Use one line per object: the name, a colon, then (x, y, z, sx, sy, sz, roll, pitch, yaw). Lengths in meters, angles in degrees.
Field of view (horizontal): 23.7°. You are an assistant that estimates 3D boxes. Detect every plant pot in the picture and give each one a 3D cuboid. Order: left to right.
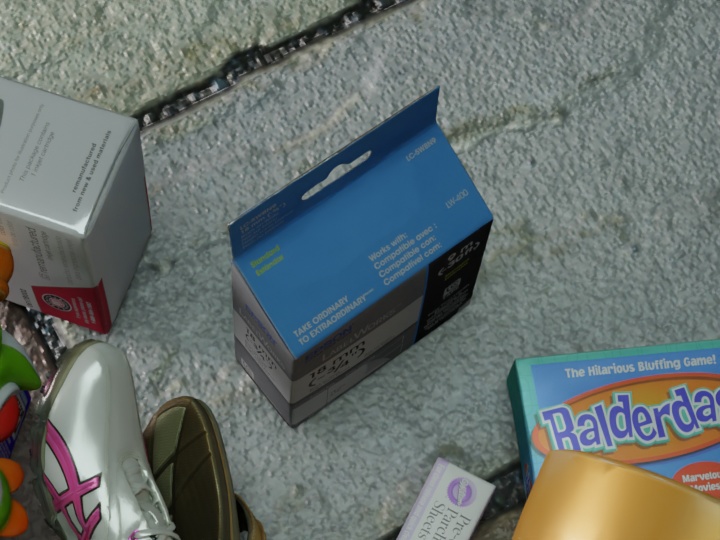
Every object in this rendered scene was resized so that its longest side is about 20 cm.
plant pot: (0.147, 0.216, 0.862, 0.199, 0.200, 0.185, 25, 79, 8)

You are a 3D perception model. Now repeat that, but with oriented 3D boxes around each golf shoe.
golf shoe: (-0.130, 0.139, 0.947, 0.091, 0.072, 0.202, 3, 98, 28)

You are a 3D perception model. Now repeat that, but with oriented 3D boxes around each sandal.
sandal: (-0.078, 0.171, 0.982, 0.054, 0.080, 0.202, -11, 80, -52)

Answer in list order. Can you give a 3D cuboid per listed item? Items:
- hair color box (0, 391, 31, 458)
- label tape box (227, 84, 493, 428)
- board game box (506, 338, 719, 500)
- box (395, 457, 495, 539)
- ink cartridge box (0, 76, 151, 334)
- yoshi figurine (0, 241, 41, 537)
hair color box: (-0.274, 0.141, 0.985, 0.108, 0.065, 0.202, 14, 67, 3)
label tape box: (0.000, 0.000, 0.980, 0.144, 0.200, 0.063, -35, 73, -15)
board game box: (0.175, 0.145, 1.013, 0.150, 0.045, 0.202, -6, 68, -5)
box: (0.016, 0.205, 0.985, 0.041, 0.039, 0.201, 27, 70, 8)
ink cartridge box: (-0.231, -0.052, 1.020, 0.198, 0.148, 0.086, 16, 67, 5)
yoshi figurine: (-0.244, 0.082, 0.927, 0.111, 0.112, 0.202, -7, 70, 9)
